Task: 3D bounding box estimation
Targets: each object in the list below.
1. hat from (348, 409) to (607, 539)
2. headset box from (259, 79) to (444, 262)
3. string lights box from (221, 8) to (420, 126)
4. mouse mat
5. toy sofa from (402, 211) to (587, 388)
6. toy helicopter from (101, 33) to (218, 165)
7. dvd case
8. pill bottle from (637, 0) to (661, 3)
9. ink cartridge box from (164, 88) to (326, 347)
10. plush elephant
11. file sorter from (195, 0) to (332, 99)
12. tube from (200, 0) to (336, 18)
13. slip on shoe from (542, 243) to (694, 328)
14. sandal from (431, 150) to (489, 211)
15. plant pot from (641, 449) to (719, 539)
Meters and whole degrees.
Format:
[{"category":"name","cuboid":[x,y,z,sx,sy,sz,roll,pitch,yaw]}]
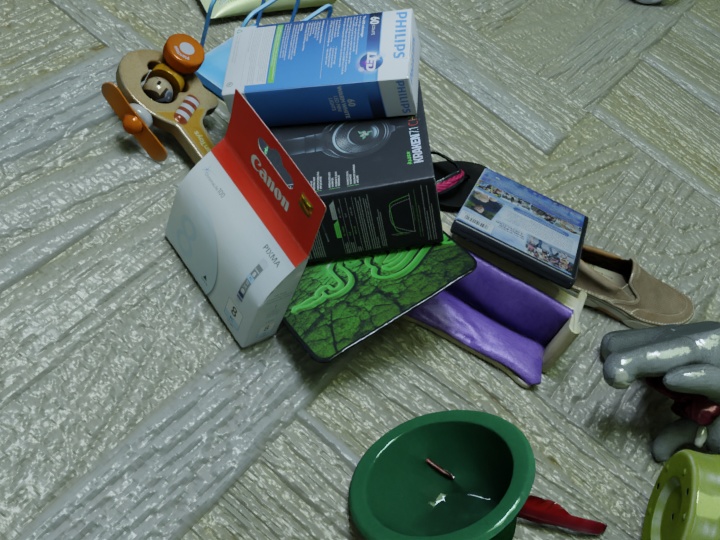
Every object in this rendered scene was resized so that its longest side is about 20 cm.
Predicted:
[{"category":"hat","cuboid":[0.108,0.248,0.880,0.199,0.177,0.166,-4,38,26]},{"category":"headset box","cuboid":[-0.021,-0.105,1.006,0.199,0.093,0.175,-8,45,6]},{"category":"string lights box","cuboid":[-0.039,-0.214,0.998,0.199,0.059,0.103,-2,56,12]},{"category":"mouse mat","cuboid":[0.000,0.000,0.969,0.199,0.008,0.161,-30,48,-17]},{"category":"toy sofa","cuboid":[0.138,0.033,1.024,0.199,0.083,0.098,30,47,2]},{"category":"toy helicopter","cuboid":[-0.205,-0.163,1.047,0.132,0.079,0.200,-28,80,-44]},{"category":"dvd case","cuboid":[0.187,-0.053,1.068,0.142,0.018,0.200,27,28,6]},{"category":"pill bottle","cuboid":[0.488,-0.575,1.645,0.112,0.112,0.201,-1,53,-23]},{"category":"ink cartridge box","cuboid":[-0.116,-0.045,0.899,0.047,0.200,0.160,-21,63,-34]},{"category":"plush elephant","cuboid":[0.362,0.138,1.005,0.199,0.165,0.156,-12,93,7]},{"category":"file sorter","cuboid":[-0.082,-0.257,1.139,0.200,0.123,0.139,37,49,8]},{"category":"tube","cuboid":[-0.127,-0.378,1.272,0.199,0.052,0.058,-15,19,-28]},{"category":"slip on shoe","cuboid":[0.320,0.016,1.129,0.199,0.061,0.076,21,48,-6]},{"category":"sandal","cuboid":[0.080,-0.116,1.144,0.199,0.045,0.075,1,53,-22]},{"category":"plant pot","cuboid":[0.378,0.258,0.882,0.192,0.201,0.201,18,48,3]}]
